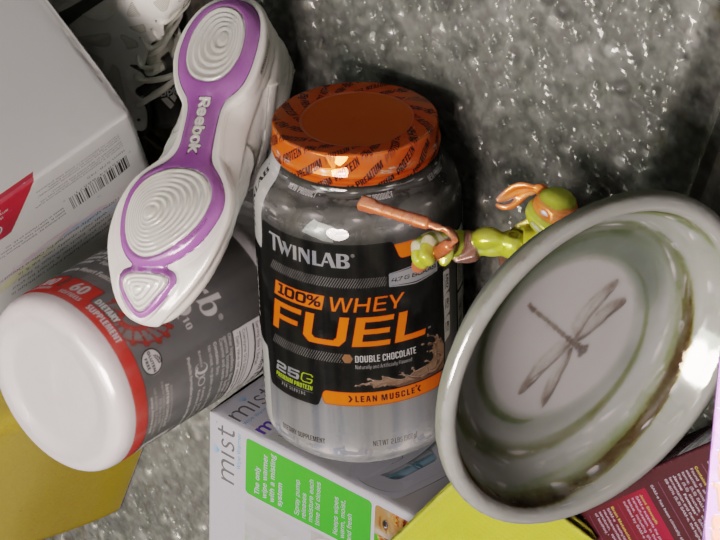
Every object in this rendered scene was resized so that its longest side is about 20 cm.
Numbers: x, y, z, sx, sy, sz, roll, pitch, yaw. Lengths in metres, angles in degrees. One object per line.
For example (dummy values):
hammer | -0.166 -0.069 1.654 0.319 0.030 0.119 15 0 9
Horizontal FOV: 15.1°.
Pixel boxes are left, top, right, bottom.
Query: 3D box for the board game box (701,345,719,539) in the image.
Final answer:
board game box | 0.242 0.088 1.410 0.120 0.032 0.201 9 106 24

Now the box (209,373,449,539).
box | -0.002 0.180 1.719 0.176 0.097 0.201 25 130 30

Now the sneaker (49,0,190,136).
sneaker | -0.118 -0.149 1.666 0.200 0.076 0.116 -9 116 55

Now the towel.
towel | 0.049 0.184 1.599 0.086 0.018 0.200 37 127 -7

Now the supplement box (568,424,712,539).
supplement box | 0.194 0.150 1.531 0.200 0.061 0.109 -29 91 50

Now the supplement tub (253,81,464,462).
supplement tub | 0.000 0.000 1.586 0.122 0.122 0.201 20 127 35

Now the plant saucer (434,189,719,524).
plant saucer | 0.112 0.038 1.436 0.050 0.200 0.201 41 138 43

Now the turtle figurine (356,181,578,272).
turtle figurine | 0.093 0.008 1.520 0.199 0.065 0.162 5 131 -1

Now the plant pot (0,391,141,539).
plant pot | -0.272 0.082 1.864 0.200 0.176 0.200 43 137 18

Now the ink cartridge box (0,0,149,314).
ink cartridge box | -0.224 -0.074 1.657 0.145 0.145 0.200 52 171 16

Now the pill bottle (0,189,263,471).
pill bottle | -0.117 0.030 1.660 0.116 0.200 0.116 24 129 33

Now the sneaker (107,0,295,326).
sneaker | -0.082 -0.055 1.597 0.075 0.201 0.100 14 167 26
